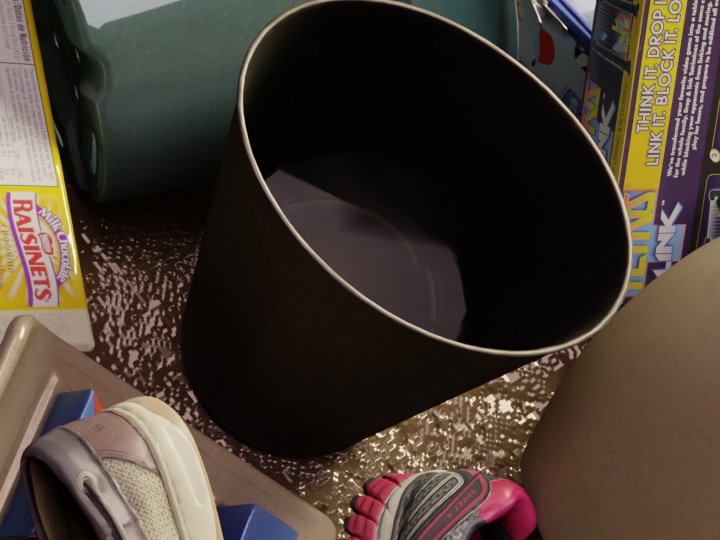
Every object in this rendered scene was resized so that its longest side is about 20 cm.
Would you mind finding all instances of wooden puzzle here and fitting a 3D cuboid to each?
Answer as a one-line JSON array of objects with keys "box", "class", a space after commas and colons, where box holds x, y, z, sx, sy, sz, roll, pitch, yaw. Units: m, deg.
[{"box": [-0.091, 0.142, 0.735, 0.200, 0.046, 0.186, 40, 57, -35], "class": "wooden puzzle"}]

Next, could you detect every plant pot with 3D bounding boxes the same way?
[{"box": [0.152, 0.101, 0.863, 0.134, 0.200, 0.201, -25, 69, 10], "class": "plant pot"}, {"box": [-0.055, -0.129, 0.904, 0.195, 0.200, 0.201, -16, 68, -18], "class": "plant pot"}]

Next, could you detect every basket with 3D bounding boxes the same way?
[{"box": [0.000, 0.000, 0.833, 0.180, 0.200, 0.136, 36, 60, -1], "class": "basket"}]

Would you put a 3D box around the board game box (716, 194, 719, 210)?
[{"box": [0.247, 0.021, 0.867, 0.134, 0.029, 0.200, 20, 23, -12], "class": "board game box"}]

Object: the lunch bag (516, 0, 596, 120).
[{"box": [0.167, -0.160, 1.061, 0.200, 0.076, 0.160, -31, 74, -31], "class": "lunch bag"}]

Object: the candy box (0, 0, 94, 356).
[{"box": [-0.181, -0.052, 0.811, 0.102, 0.026, 0.201, 1, 63, -31], "class": "candy box"}]

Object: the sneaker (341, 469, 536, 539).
[{"box": [0.027, 0.178, 0.802, 0.081, 0.074, 0.201, 35, 54, -49], "class": "sneaker"}]

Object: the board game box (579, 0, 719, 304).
[{"box": [0.197, -0.085, 0.967, 0.164, 0.201, 0.057, 0, 20, -19], "class": "board game box"}]

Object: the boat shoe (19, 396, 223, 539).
[{"box": [-0.075, 0.148, 0.677, 0.065, 0.072, 0.201, -12, 85, -37], "class": "boat shoe"}]
